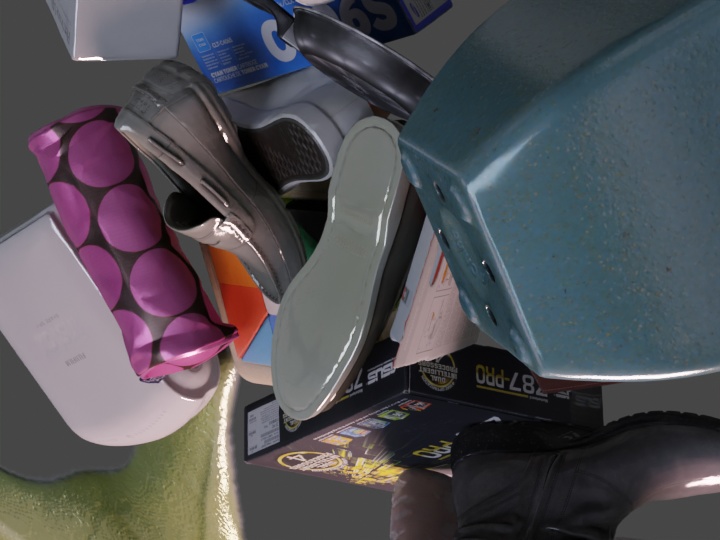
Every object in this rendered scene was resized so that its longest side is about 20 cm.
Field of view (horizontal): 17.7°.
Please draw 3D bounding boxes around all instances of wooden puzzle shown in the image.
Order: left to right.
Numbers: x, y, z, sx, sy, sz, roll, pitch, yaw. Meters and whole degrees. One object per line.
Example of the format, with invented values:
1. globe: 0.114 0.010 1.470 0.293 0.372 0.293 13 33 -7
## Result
1. wooden puzzle: -0.045 0.010 1.636 0.185 0.037 0.201 5 124 41

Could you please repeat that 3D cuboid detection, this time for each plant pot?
1. plant pot: 0.138 -0.049 1.176 0.197 0.199 0.196 66 170 -19

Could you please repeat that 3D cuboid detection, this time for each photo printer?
1. photo printer: -0.203 0.043 1.786 0.166 0.069 0.200 -24 102 50

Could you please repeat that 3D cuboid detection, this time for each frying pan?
1. frying pan: -0.026 -0.140 1.387 0.190 0.031 0.115 29 176 12

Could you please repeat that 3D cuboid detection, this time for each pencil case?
1. pencil case: -0.162 -0.022 1.660 0.091 0.094 0.201 -26 87 30

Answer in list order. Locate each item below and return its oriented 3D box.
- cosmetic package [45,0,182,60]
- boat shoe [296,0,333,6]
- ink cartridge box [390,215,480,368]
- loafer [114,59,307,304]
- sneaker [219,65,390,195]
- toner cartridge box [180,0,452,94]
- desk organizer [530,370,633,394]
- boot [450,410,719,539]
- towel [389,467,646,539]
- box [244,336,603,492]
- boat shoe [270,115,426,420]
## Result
1. cosmetic package: -0.150 -0.242 1.440 0.102 0.071 0.201 -122 34 -57
2. boat shoe: -0.052 -0.235 1.384 0.069 0.071 0.201 -55 49 55
3. ink cartridge box: 0.049 -0.030 1.342 0.050 0.200 0.163 19 97 16
4. loafer: -0.097 -0.047 1.500 0.070 0.070 0.200 25 153 50
5. sneaker: -0.038 -0.097 1.521 0.073 0.085 0.200 58 157 -19
6. toner cartridge box: -0.040 -0.179 1.472 0.200 0.043 0.095 -12 110 48
7. desk organizer: 0.178 0.015 1.402 0.200 0.072 0.077 -12 114 48
8. boot: 0.150 0.160 1.442 0.199 0.132 0.070 -6 133 7
9. towel: 0.108 0.206 1.488 0.190 0.200 0.032 17 113 -3
10. box: 0.039 0.099 1.545 0.200 0.161 0.049 -28 57 50
11. boat shoe: 0.002 0.001 1.443 0.072 0.060 0.202 32 110 36
